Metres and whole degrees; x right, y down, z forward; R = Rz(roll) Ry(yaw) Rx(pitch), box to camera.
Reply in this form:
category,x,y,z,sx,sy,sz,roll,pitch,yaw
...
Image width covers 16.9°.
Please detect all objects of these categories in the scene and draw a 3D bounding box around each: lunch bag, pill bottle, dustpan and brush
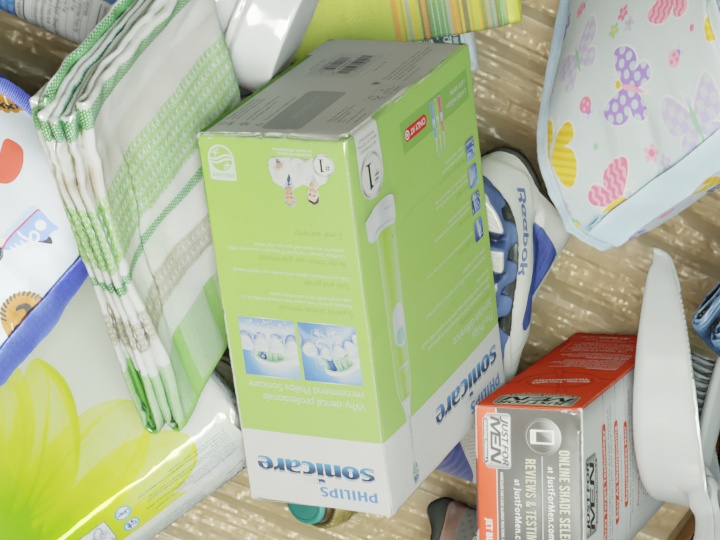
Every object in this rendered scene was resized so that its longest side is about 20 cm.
category,x,y,z,sx,sy,sz,roll,pitch,yaw
lunch bag,-0.220,-0.023,1.198,0.170,0.200,0.124,-50,145,-6
pill bottle,-0.121,-0.166,1.236,0.200,0.112,0.112,23,92,2
lunch bag,0.185,-0.116,1.285,0.127,0.170,0.200,28,52,-16
dustpan and brush,0.180,0.101,1.312,0.057,0.200,0.140,0,138,19

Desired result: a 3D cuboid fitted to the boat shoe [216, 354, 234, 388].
category,x,y,z,sx,sy,sz,roll,pitch,yaw
boat shoe,-0.154,0.093,1.324,0.200,0.062,0.075,-24,109,3

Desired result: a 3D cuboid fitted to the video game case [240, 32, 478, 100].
category,x,y,z,sx,sy,sz,roll,pitch,yaw
video game case,-0.036,-0.191,1.330,0.182,0.024,0.200,-12,102,-13

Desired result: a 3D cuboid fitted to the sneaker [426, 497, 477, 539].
category,x,y,z,sx,sy,sz,roll,pitch,yaw
sneaker,0.036,0.217,1.397,0.077,0.082,0.200,-2,122,-54

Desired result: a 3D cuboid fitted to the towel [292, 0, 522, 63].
category,x,y,z,sx,sy,sz,roll,pitch,yaw
towel,-0.013,-0.161,1.321,0.200,0.018,0.086,-11,96,-11

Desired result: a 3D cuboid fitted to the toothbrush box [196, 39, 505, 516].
category,x,y,z,sx,sy,sz,roll,pitch,yaw
toothbrush box,0.000,0.000,1.219,0.086,0.146,0.200,3,115,27

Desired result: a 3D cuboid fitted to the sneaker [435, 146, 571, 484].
category,x,y,z,sx,sy,sz,roll,pitch,yaw
sneaker,0.074,0.014,1.353,0.115,0.081,0.200,-41,144,-47

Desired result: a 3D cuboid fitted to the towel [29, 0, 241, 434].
category,x,y,z,sx,sy,sz,roll,pitch,yaw
towel,-0.085,-0.040,1.158,0.149,0.031,0.200,-57,143,-41

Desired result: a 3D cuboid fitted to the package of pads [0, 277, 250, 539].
category,x,y,z,sx,sy,sz,roll,pitch,yaw
package of pads,-0.163,0.062,1.257,0.154,0.068,0.200,-37,62,-6

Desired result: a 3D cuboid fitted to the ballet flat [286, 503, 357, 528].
category,x,y,z,sx,sy,sz,roll,pitch,yaw
ballet flat,-0.030,0.044,1.352,0.071,0.071,0.200,-17,102,-12

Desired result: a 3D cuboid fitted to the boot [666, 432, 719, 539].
category,x,y,z,sx,sy,sz,roll,pitch,yaw
boot,0.247,0.127,1.378,0.072,0.166,0.200,28,91,-17

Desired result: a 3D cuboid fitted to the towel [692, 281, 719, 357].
category,x,y,z,sx,sy,sz,roll,pitch,yaw
towel,0.255,-0.028,1.325,0.200,0.049,0.112,-62,148,-6

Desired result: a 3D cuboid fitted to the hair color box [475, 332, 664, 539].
category,x,y,z,sx,sy,sz,roll,pitch,yaw
hair color box,0.120,0.101,1.326,0.061,0.200,0.102,2,99,19
